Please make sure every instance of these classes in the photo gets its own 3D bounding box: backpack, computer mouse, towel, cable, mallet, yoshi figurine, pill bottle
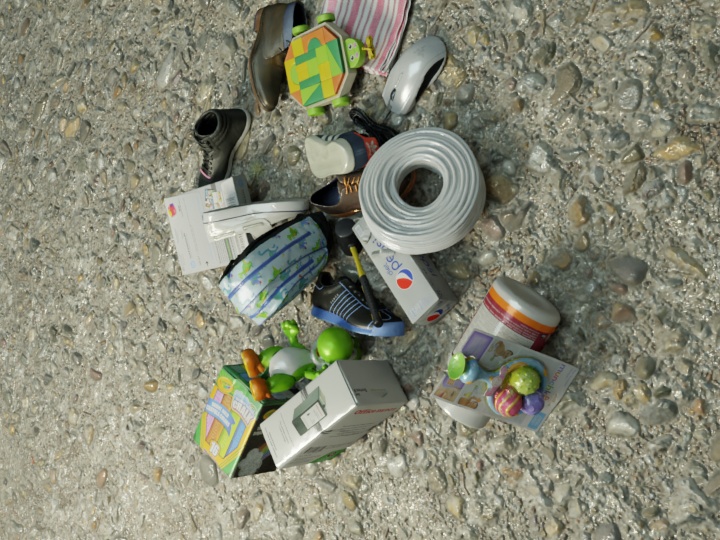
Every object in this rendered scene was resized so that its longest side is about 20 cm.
[{"bbox_3d":[-0.147,-0.001,1.426,0.162,0.198,0.156,-33,79,37],"label":"backpack"},{"bbox_3d":[0.064,-0.301,1.385,0.110,0.043,0.201,49,115,30],"label":"computer mouse"},{"bbox_3d":[-0.005,-0.428,1.458,0.198,0.030,0.149,25,101,37],"label":"towel"},{"bbox_3d":[0.092,-0.125,1.292,0.196,0.069,0.204,-3,70,16],"label":"cable"},{"bbox_3d":[0.000,0.000,1.363,0.040,0.066,0.202,-20,48,1],"label":"mallet"},{"bbox_3d":[-0.092,0.140,1.379,0.112,0.196,0.115,-145,41,-71],"label":"yoshi figurine"},{"bbox_3d":[0.193,0.120,1.212,0.109,0.109,0.202,40,111,32],"label":"pill bottle"}]

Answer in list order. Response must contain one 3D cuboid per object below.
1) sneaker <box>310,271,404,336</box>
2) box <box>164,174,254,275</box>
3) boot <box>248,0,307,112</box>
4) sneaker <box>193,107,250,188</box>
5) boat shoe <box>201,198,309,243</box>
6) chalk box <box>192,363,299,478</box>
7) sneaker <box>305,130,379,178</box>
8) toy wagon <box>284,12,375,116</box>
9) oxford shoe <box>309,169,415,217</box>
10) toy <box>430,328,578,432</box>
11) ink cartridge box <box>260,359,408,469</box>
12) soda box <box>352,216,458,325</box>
[{"bbox_3d":[-0.006,0.056,1.397,0.197,0.070,0.080,14,100,38],"label":"sneaker"},{"bbox_3d":[-0.285,-0.085,1.620,0.197,0.041,0.159,-12,94,36],"label":"box"},{"bbox_3d":[-0.148,-0.398,1.538,0.096,0.074,0.205,-7,81,40],"label":"boot"},{"bbox_3d":[-0.293,-0.229,1.623,0.071,0.098,0.202,39,111,30],"label":"sneaker"},{"bbox_3d":[-0.186,-0.088,1.515,0.196,0.072,0.067,-9,100,-1],"label":"boat shoe"},{"bbox_3d":[-0.188,0.244,1.491,0.123,0.124,0.203,34,105,34],"label":"chalk box"},{"bbox_3d":[-0.030,-0.202,1.435,0.199,0.083,0.076,25,132,62],"label":"sneaker"},{"bbox_3d":[-0.056,-0.361,1.455,0.198,0.039,0.159,-9,93,46],"label":"toy wagon"},{"bbox_3d":[0.002,-0.134,1.402,0.198,0.072,0.073,-19,75,35],"label":"oxford shoe"},{"bbox_3d":[0.206,0.163,1.146,0.116,0.197,0.047,-59,26,18],"label":"toy"},{"bbox_3d":[-0.042,0.231,1.365,0.199,0.145,0.085,-41,63,27],"label":"ink cartridge box"},{"bbox_3d":[0.070,-0.010,1.343,0.063,0.068,0.202,-44,63,24],"label":"soda box"}]
